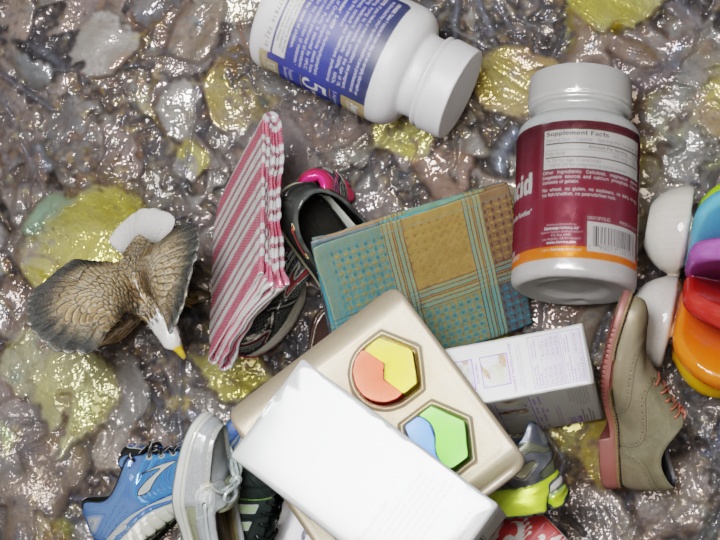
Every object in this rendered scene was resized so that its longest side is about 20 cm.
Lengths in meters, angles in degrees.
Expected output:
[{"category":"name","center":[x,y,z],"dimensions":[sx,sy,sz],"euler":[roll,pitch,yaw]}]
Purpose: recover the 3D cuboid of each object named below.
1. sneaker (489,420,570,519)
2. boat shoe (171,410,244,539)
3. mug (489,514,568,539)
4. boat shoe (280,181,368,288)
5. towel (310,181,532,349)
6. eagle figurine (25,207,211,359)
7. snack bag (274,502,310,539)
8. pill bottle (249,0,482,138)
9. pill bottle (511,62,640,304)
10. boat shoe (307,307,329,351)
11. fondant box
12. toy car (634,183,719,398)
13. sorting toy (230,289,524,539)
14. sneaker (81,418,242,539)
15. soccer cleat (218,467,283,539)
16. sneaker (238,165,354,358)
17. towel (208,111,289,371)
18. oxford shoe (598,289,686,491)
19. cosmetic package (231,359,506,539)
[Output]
[{"category":"sneaker","center":[0.080,0.175,1.350],"dimensions":[0.198,0.074,0.082],"euler":[-9,96,13]},{"category":"boat shoe","center":[-0.126,0.224,1.374],"dimensions":[0.064,0.074,0.204],"euler":[5,104,15]},{"category":"mug","center":[0.114,0.320,1.377],"dimensions":[0.200,0.178,0.133],"euler":[-43,45,-8]},{"category":"boat shoe","center":[-0.002,0.002,1.420],"dimensions":[0.074,0.063,0.202],"euler":[-45,110,-10]},{"category":"towel","center":[0.057,0.013,1.402],"dimensions":[0.199,0.022,0.148],"euler":[-18,110,-19]},{"category":"eagle figurine","center":[-0.203,0.018,1.422],"dimensions":[0.150,0.200,0.153],"euler":[26,88,13]},{"category":"snack bag","center":[-0.013,0.279,1.447],"dimensions":[0.199,0.021,0.190],"euler":[21,88,12]},{"category":"pill bottle","center":[0.007,-0.208,1.454],"dimensions":[0.199,0.120,0.120],"euler":[27,88,13]},{"category":"pill bottle","center":[0.196,-0.078,1.402],"dimensions":[0.113,0.114,0.202],"euler":[1,75,10]},{"category":"boat shoe","center":[-0.020,0.123,1.433],"dimensions":[0.072,0.072,0.202],"euler":[-5,72,12]},{"category":"fondant box","center":[0.111,0.109,1.379],"dimensions":[0.198,0.144,0.059],"euler":[-12,70,8]},{"category":"toy car","center":[0.330,0.011,1.353],"dimensions":[0.174,0.150,0.202],"euler":[11,85,12]},{"category":"sorting toy","center":[0.010,0.139,1.294],"dimensions":[0.185,0.036,0.200],"euler":[-37,68,-1]},{"category":"sneaker","center":[-0.184,0.190,1.461],"dimensions":[0.199,0.079,0.089],"euler":[-37,81,4]},{"category":"soccer cleat","center":[-0.100,0.230,1.435],"dimensions":[0.081,0.067,0.200],"euler":[43,109,17]},{"category":"sneaker","center":[-0.081,-0.012,1.469],"dimensions":[0.080,0.075,0.201],"euler":[27,89,12]},{"category":"towel","center":[-0.102,-0.027,1.413],"dimensions":[0.030,0.147,0.201],"euler":[14,50,-19]},{"category":"oxford shoe","center":[0.251,0.107,1.360],"dimensions":[0.074,0.071,0.201],"euler":[6,124,19]},{"category":"cosmetic package","center":[0.007,0.172,1.235],"dimensions":[0.200,0.074,0.102],"euler":[36,84,18]}]
